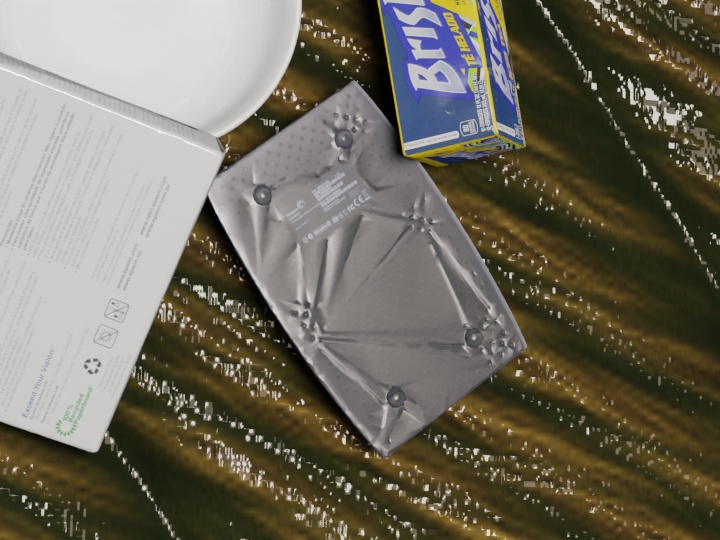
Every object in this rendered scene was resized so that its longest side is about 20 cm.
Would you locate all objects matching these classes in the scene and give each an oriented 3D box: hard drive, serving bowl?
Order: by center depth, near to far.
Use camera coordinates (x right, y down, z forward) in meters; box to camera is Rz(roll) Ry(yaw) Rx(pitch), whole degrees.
[{"bbox_3d":[-0.138,-0.163,1.239,0.199,0.066,0.202,3,81,-20],"label":"serving bowl"},{"bbox_3d":[0.000,0.000,1.286,0.135,0.042,0.201,-36,97,-20],"label":"hard drive"}]

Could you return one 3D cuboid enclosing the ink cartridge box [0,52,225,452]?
[{"bbox_3d":[-0.204,-0.017,1.173,0.199,0.041,0.201,21,104,-19],"label":"ink cartridge box"}]

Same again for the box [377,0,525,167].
[{"bbox_3d":[0.049,-0.170,1.291,0.064,0.070,0.202,-12,82,19],"label":"box"}]
